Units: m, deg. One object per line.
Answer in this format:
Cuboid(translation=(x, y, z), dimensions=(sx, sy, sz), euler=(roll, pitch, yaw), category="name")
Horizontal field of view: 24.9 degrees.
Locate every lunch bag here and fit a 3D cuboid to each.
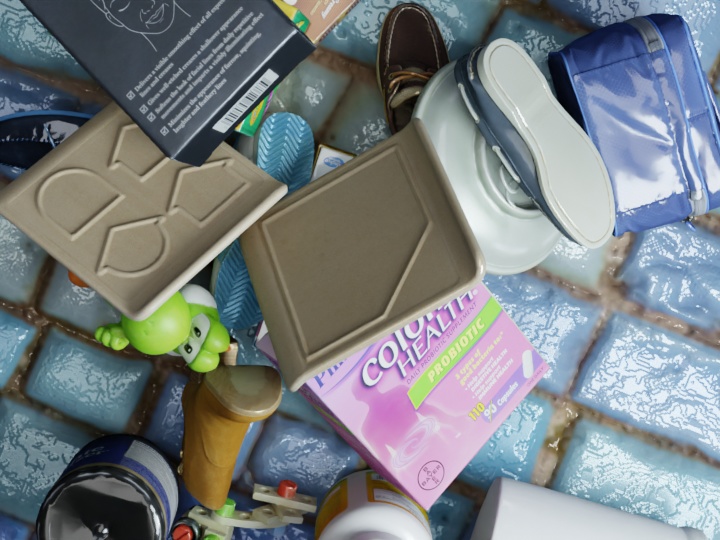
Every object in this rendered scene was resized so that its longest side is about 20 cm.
Cuboid(translation=(0.262, -0.127, 1.470), dimensions=(0.131, 0.136, 0.202), euler=(-19, 100, 2), category="lunch bag")

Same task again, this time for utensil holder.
Cuboid(translation=(0.200, 0.294, 1.504), dimensions=(0.198, 0.170, 0.172), euler=(16, 96, 0), category="utensil holder")

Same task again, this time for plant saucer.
Cuboid(translation=(0.132, -0.098, 1.460), dimensions=(0.199, 0.050, 0.202), euler=(7, 78, -36), category="plant saucer")

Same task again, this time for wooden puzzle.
Cuboid(translation=(-0.001, -0.013, 1.373), dimensions=(0.199, 0.186, 0.037), euler=(-32, 140, 13), category="wooden puzzle")
Cuboid(translation=(-0.191, -0.057, 1.408), dimensions=(0.199, 0.046, 0.185), euler=(34, 60, 24), category="wooden puzzle")

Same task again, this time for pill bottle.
Cuboid(translation=(-0.222, 0.211, 1.469), dimensions=(0.111, 0.200, 0.113), euler=(0, 96, -1), category="pill bottle")
Cuboid(translation=(0.012, 0.257, 1.477), dimensions=(0.110, 0.200, 0.112), euler=(0, 97, -1), category="pill bottle")

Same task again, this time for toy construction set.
Cuboid(translation=(-0.118, 0.288, 1.533), dimensions=(0.130, 0.092, 0.202), euler=(18, 91, 11), category="toy construction set")

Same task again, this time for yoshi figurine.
Cuboid(translation=(-0.192, 0.017, 1.445), dimensions=(0.111, 0.200, 0.113), euler=(-21, 130, -27), category="yoshi figurine")

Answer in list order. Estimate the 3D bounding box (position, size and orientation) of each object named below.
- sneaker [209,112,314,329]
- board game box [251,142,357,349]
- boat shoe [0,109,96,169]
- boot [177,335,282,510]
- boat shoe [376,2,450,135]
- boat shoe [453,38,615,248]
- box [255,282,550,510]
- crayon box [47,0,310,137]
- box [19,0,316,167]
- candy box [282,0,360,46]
Cuboid(translation=(-0.095, -0.045, 1.494), dimensions=(0.076, 0.081, 0.202), euler=(16, 88, -25), category="sneaker")
Cuboid(translation=(0.000, 0.000, 1.528), dimensions=(0.152, 0.040, 0.202), euler=(20, 96, -3), category="board game box")
Cuboid(translation=(-0.247, -0.101, 1.486), dimensions=(0.198, 0.084, 0.069), euler=(3, 66, 1), category="boat shoe")
Cuboid(translation=(-0.120, 0.150, 1.464), dimensions=(0.070, 0.201, 0.145), euler=(3, 104, -18), category="boot")
Cuboid(translation=(0.053, -0.153, 1.477), dimensions=(0.071, 0.072, 0.202), euler=(1, 78, -5), category="boat shoe")
Cuboid(translation=(0.147, -0.104, 1.401), dimensions=(0.075, 0.062, 0.201), euler=(-45, 106, -30), category="boat shoe")
Cuboid(translation=(0.041, 0.077, 1.453), dimensions=(0.176, 0.097, 0.200), euler=(-47, 122, -10), category="box")
Cuboid(translation=(-0.160, -0.216, 1.437), dimensions=(0.199, 0.058, 0.120), euler=(28, 93, 6), category="crayon box")
Cuboid(translation=(-0.161, -0.210, 1.353), dimensions=(0.148, 0.107, 0.200), euler=(-44, 86, 5), category="box")
Cuboid(translation=(-0.083, -0.246, 1.492), dimensions=(0.200, 0.056, 0.117), euler=(-44, 93, 5), category="candy box")
